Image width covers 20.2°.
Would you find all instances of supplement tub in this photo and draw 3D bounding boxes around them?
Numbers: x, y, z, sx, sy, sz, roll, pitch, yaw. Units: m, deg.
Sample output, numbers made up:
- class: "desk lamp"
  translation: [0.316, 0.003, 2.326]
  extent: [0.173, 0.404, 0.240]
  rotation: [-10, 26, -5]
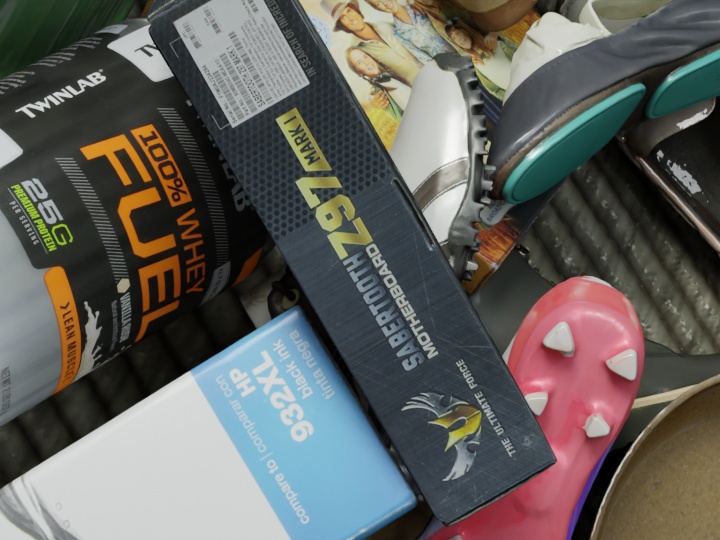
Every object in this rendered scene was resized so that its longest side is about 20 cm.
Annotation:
- class: "supplement tub"
  translation: [-0.116, -0.026, 0.828]
  extent: [0.200, 0.122, 0.123]
  rotation: [-33, 90, -31]

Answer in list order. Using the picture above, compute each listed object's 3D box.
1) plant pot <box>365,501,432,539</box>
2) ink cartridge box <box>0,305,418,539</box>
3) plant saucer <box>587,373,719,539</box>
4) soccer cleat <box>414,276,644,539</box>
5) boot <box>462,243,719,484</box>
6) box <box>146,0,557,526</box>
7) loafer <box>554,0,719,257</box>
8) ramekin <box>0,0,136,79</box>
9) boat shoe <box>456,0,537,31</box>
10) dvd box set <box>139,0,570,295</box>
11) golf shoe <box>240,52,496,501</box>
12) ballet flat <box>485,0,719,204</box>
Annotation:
- class: "plant pot"
  translation: [-0.027, 0.145, 0.873]
  extent: [0.199, 0.027, 0.201]
  rotation: [9, 69, -24]
- class: "ink cartridge box"
  translation: [-0.086, 0.105, 0.745]
  extent: [0.200, 0.145, 0.084]
  rotation: [-32, 86, -5]
- class: "plant saucer"
  translation: [0.171, 0.142, 0.908]
  extent: [0.200, 0.035, 0.201]
  rotation: [0, 90, -30]
- class: "soccer cleat"
  translation: [0.062, 0.094, 0.847]
  extent: [0.067, 0.076, 0.201]
  rotation: [24, 106, -1]
- class: "boot"
  translation: [0.109, 0.028, 0.962]
  extent: [0.200, 0.077, 0.139]
  rotation: [-9, 61, -42]
- class: "box"
  translation: [-0.006, -0.021, 0.731]
  extent: [0.051, 0.158, 0.200]
  rotation: [-29, 101, 2]
- class: "loafer"
  translation: [0.169, -0.066, 1.009]
  extent: [0.200, 0.072, 0.063]
  rotation: [49, 27, -8]
- class: "ramekin"
  translation: [-0.168, -0.184, 0.867]
  extent: [0.199, 0.098, 0.201]
  rotation: [9, 70, -25]
- class: "boat shoe"
  translation: [0.077, -0.191, 0.979]
  extent: [0.074, 0.075, 0.200]
  rotation: [63, 39, -34]
- class: "dvd box set"
  translation: [0.016, -0.100, 0.947]
  extent: [0.200, 0.029, 0.146]
  rotation: [40, 52, 2]
- class: "golf shoe"
  translation: [0.000, 0.000, 0.852]
  extent: [0.094, 0.078, 0.201]
  rotation: [13, 88, -3]
- class: "ballet flat"
  translation: [0.113, -0.092, 0.927]
  extent: [0.200, 0.073, 0.073]
  rotation: [-28, 87, -33]
